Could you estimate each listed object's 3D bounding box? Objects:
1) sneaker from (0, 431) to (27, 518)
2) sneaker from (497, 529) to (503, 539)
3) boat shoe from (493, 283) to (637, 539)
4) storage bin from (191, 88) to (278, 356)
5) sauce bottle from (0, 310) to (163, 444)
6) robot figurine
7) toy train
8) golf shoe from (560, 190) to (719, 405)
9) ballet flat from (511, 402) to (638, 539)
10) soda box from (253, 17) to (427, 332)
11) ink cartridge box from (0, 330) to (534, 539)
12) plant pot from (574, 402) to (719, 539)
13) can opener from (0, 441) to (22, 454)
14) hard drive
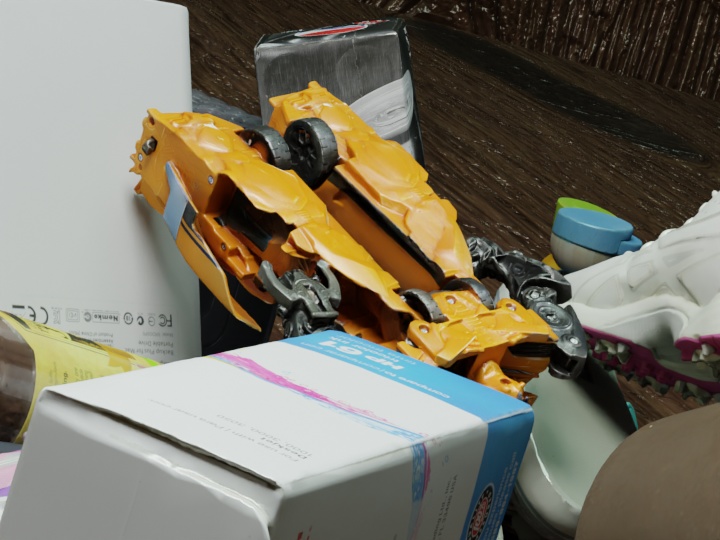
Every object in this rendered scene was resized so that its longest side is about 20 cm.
[{"bbox_3d":[-0.084,0.081,0.988,0.199,0.081,0.088,-23,19,-36],"label":"sneaker"},{"bbox_3d":[0.007,0.095,1.203,0.075,0.084,0.200,46,25,-21],"label":"sneaker"},{"bbox_3d":[0.076,0.073,1.285,0.070,0.072,0.201,34,21,-16],"label":"boat shoe"},{"bbox_3d":[-0.129,-0.019,1.328,0.094,0.136,0.199,25,13,40],"label":"storage bin"},{"bbox_3d":[-0.139,0.047,1.103,0.065,0.065,0.200,28,3,42],"label":"sauce bottle"},{"bbox_3d":[0.000,0.000,1.182,0.144,0.058,0.200,-12,47,-40],"label":"robot figurine"},{"bbox_3d":[0.112,0.011,1.620,0.084,0.116,0.200,18,11,-2],"label":"toy train"},{"bbox_3d":[0.150,0.007,1.222,0.075,0.092,0.200,28,-11,-27],"label":"golf shoe"},{"bbox_3d":[0.105,0.104,1.322,0.075,0.068,0.200,-8,15,-1],"label":"ballet flat"},{"bbox_3d":[-0.001,-0.010,1.309,0.070,0.201,0.063,-6,10,6],"label":"soda box"},{"bbox_3d":[-0.036,0.103,0.865,0.084,0.145,0.200,22,11,20],"label":"ink cartridge box"},{"bbox_3d":[0.178,0.121,1.097,0.199,0.202,0.174,8,-4,-41],"label":"plant pot"},{"bbox_3d":[-0.062,0.101,1.051,0.199,0.064,0.079,19,9,6],"label":"can opener"},{"bbox_3d":[-0.121,-0.018,1.208,0.026,0.201,0.131,-10,-10,41],"label":"hard drive"}]
